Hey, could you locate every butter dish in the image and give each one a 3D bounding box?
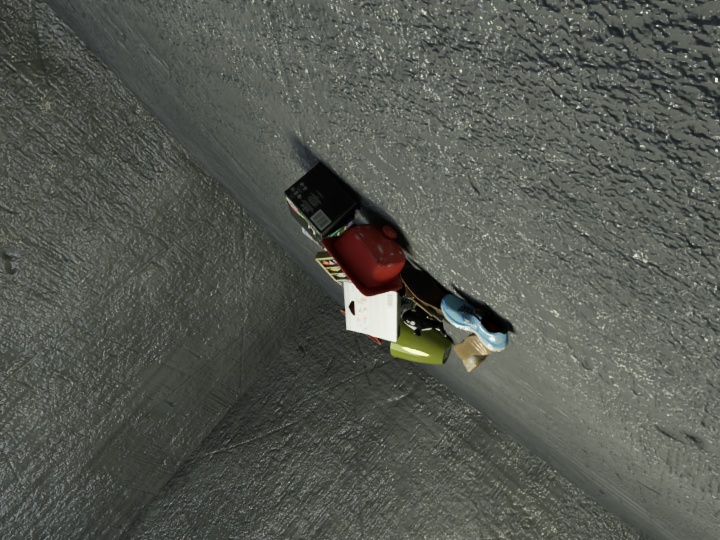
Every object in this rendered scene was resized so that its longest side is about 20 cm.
[{"bbox_3d":[0.038,-0.053,1.324,0.200,0.148,0.199,51,-150,19],"label":"butter dish"}]

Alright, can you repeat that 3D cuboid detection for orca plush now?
[{"bbox_3d":[0.228,0.173,1.695,0.200,0.106,0.071,36,156,-33],"label":"orca plush"}]

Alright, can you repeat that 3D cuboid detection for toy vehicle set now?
[{"bbox_3d":[-0.022,-0.017,1.537,0.199,0.027,0.124,-4,144,33],"label":"toy vehicle set"}]

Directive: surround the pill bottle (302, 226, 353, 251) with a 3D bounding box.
[{"bbox_3d":[-0.076,-0.107,1.618,0.200,0.114,0.114,38,171,19],"label":"pill bottle"}]

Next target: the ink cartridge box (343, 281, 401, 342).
[{"bbox_3d":[0.038,0.119,1.616,0.173,0.044,0.201,12,127,20],"label":"ink cartridge box"}]

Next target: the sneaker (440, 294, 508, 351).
[{"bbox_3d":[0.295,0.114,1.313,0.200,0.078,0.090,34,150,24],"label":"sneaker"}]

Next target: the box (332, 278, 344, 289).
[{"bbox_3d":[0.004,0.016,1.790,0.200,0.047,0.194,38,134,18],"label":"box"}]

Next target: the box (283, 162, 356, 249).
[{"bbox_3d":[-0.104,-0.164,1.376,0.149,0.124,0.200,48,173,4],"label":"box"}]

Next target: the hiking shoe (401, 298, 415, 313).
[{"bbox_3d":[0.132,0.088,1.713,0.074,0.087,0.200,-3,-170,24],"label":"hiking shoe"}]

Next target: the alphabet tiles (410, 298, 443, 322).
[{"bbox_3d":[0.187,0.097,1.679,0.200,0.006,0.166,40,-172,10],"label":"alphabet tiles"}]

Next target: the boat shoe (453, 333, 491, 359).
[{"bbox_3d":[0.346,0.212,1.528,0.072,0.065,0.200,49,153,5],"label":"boat shoe"}]

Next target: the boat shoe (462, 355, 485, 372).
[{"bbox_3d":[0.388,0.303,1.804,0.069,0.074,0.200,51,173,16],"label":"boat shoe"}]

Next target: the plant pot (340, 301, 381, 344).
[{"bbox_3d":[0.061,0.142,1.974,0.200,0.195,0.201,39,171,8],"label":"plant pot"}]

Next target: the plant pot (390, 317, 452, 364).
[{"bbox_3d":[0.248,0.282,2.014,0.199,0.188,0.187,20,163,26],"label":"plant pot"}]

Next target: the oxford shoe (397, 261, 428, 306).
[{"bbox_3d":[0.146,0.054,1.530,0.200,0.085,0.072,43,159,-31],"label":"oxford shoe"}]

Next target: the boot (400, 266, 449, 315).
[{"bbox_3d":[0.190,0.069,1.461,0.200,0.075,0.097,38,168,7],"label":"boot"}]
